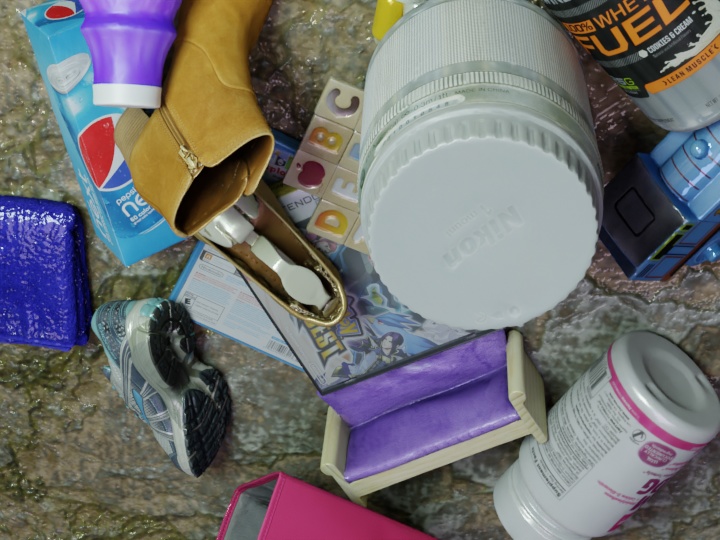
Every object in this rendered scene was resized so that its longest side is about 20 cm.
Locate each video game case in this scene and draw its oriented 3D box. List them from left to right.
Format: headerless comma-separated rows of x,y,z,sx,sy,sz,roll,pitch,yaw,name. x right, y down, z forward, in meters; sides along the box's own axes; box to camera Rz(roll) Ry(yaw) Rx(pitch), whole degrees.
-0.062,-0.013,1.140,0.142,0.018,0.201,25,124,-11,video game case
0.000,0.000,1.117,0.179,0.026,0.201,-21,121,18,video game case

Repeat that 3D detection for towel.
-0.332,0.003,1.157,0.197,0.050,0.149,3,126,3,towel

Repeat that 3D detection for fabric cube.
-0.037,0.313,1.220,0.197,0.199,0.200,22,162,-11,fabric cube

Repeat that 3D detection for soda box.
-0.192,-0.109,1.039,0.064,0.068,0.202,-27,127,-19,soda box

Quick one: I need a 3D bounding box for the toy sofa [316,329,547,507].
0.057,0.122,1.185,0.198,0.083,0.098,-23,122,20,toy sofa

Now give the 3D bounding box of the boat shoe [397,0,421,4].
-0.019,-0.267,0.906,0.201,0.072,0.061,40,127,-3,boat shoe

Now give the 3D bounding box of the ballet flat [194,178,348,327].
-0.079,-0.028,1.043,0.199,0.063,0.069,40,94,-25,ballet flat

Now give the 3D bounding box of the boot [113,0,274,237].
-0.090,-0.128,0.952,0.070,0.144,0.202,29,99,-43,boot

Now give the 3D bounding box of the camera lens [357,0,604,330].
0.078,-0.080,0.905,0.157,0.201,0.162,1,126,2,camera lens

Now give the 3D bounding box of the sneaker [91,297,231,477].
-0.178,0.100,1.210,0.085,0.078,0.202,8,132,28,sneaker

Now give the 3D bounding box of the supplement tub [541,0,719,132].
0.189,-0.201,0.919,0.122,0.123,0.200,-37,114,27,supplement tub

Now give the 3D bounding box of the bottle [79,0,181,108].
-0.157,-0.213,0.924,0.082,0.065,0.203,4,95,8,bottle

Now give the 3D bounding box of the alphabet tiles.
0.048,-0.070,1.042,0.198,0.006,0.167,21,125,-12,alphabet tiles

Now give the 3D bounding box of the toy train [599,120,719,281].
0.262,-0.074,1.001,0.113,0.087,0.200,-2,142,-49,toy train

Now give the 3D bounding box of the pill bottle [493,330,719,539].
0.209,0.157,1.177,0.112,0.114,0.201,28,124,-15,pill bottle

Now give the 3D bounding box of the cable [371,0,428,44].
0.047,-0.233,0.949,0.096,0.051,0.202,4,128,17,cable
